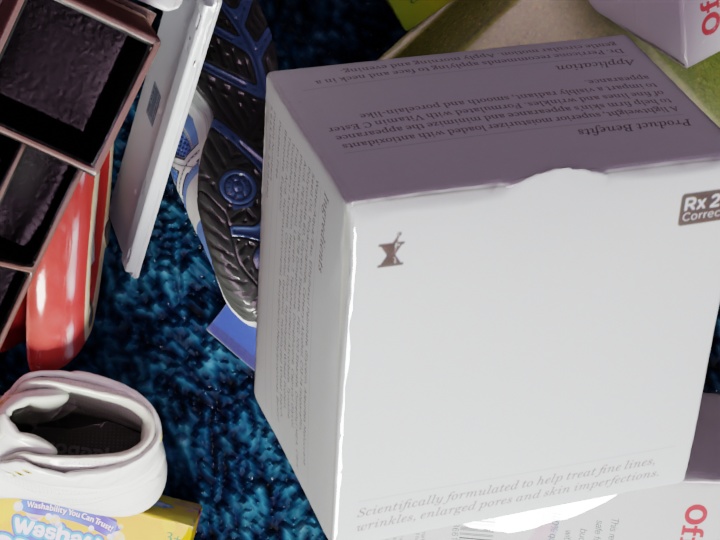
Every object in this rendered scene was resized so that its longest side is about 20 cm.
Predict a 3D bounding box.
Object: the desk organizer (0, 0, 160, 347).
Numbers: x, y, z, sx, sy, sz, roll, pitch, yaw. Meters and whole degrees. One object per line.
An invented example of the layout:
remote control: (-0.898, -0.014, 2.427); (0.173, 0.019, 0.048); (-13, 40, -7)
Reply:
desk organizer: (-0.166, -0.038, 0.876); (0.071, 0.077, 0.201); (24, 100, -17)

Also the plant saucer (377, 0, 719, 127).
plant saucer: (0.114, -0.079, 1.077); (0.200, 0.048, 0.200); (-42, 93, 2)

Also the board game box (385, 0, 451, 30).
board game box: (0.079, -0.230, 1.041); (0.200, 0.048, 0.102); (-34, 54, 2)

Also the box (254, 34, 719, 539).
box: (0.060, 0.007, 0.931); (0.198, 0.131, 0.201); (-8, 125, -18)

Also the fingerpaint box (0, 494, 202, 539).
fingerpaint box: (-0.209, 0.190, 1.080); (0.199, 0.073, 0.168); (17, 93, -2)

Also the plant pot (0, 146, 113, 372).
plant pot: (-0.227, -0.039, 1.003); (0.181, 0.200, 0.202); (6, 94, -3)

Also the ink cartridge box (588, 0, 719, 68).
ink cartridge box: (0.217, -0.217, 0.991); (0.199, 0.083, 0.146); (-28, 132, -17)

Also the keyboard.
keyboard: (-0.108, -0.084, 1.020); (0.011, 0.056, 0.200); (2, 135, -22)

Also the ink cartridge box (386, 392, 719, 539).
ink cartridge box: (0.098, 0.140, 1.047); (0.199, 0.088, 0.146); (5, 123, 1)

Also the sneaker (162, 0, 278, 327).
sneaker: (-0.066, -0.059, 1.034); (0.075, 0.077, 0.201); (-4, 66, -20)

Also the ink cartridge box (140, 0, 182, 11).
ink cartridge box: (-0.149, -0.200, 0.930); (0.146, 0.200, 0.086); (21, 101, -14)

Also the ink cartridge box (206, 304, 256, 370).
ink cartridge box: (0.000, 0.000, 1.052); (0.099, 0.039, 0.200); (39, 113, 0)

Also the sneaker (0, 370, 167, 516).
sneaker: (-0.199, 0.082, 0.992); (0.199, 0.116, 0.074); (3, 69, -6)
